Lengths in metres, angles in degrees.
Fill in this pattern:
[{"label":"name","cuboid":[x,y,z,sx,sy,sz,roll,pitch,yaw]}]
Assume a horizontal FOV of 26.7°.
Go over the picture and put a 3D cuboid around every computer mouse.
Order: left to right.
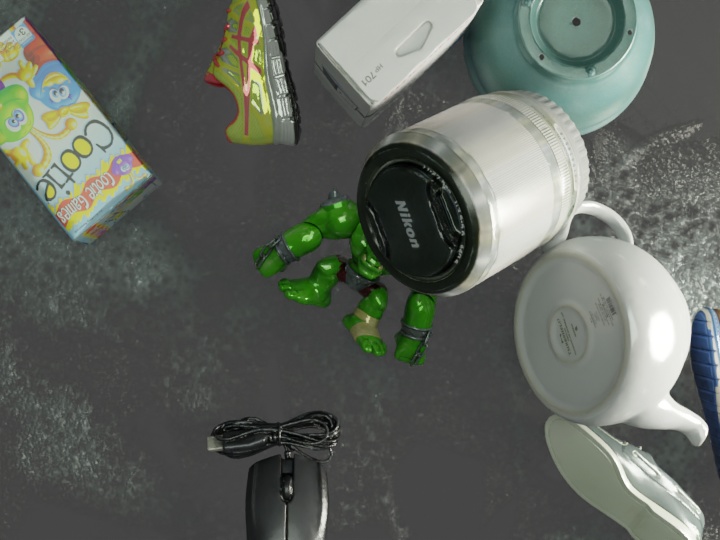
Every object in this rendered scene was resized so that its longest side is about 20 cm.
[{"label":"computer mouse","cuboid":[-0.081,0.249,1.545,0.137,0.053,0.202,-5,89,-2]}]

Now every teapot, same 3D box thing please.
[{"label":"teapot","cuboid":[0.257,0.053,1.513,0.145,0.197,0.202,-6,112,-36]}]

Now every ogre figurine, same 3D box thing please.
[{"label":"ogre figurine","cuboid":[0.000,0.000,1.537,0.199,0.098,0.120,36,106,15]}]

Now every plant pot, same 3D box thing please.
[{"label":"plant pot","cuboid":[0.208,-0.241,1.523,0.198,0.134,0.203,0,88,-2]}]

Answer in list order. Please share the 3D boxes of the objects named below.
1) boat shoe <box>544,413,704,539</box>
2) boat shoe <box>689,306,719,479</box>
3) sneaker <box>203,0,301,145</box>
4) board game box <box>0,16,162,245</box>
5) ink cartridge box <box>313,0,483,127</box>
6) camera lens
[{"label":"boat shoe","cuboid":[0.273,0.213,1.560,0.200,0.073,0.062,44,45,7]},{"label":"boat shoe","cuboid":[0.389,0.130,1.555,0.072,0.072,0.202,-13,99,-6]},{"label":"sneaker","cuboid":[-0.120,-0.221,1.545,0.089,0.078,0.202,-11,87,6]},{"label":"board game box","cuboid":[-0.303,-0.137,1.524,0.103,0.105,0.200,-39,90,-2]},{"label":"ink cartridge box","cuboid":[0.033,-0.225,1.485,0.146,0.200,0.086,-43,90,-2]},{"label":"camera lens","cuboid":[0.106,-0.077,1.453,0.199,0.160,0.161,-28,89,-43]}]
